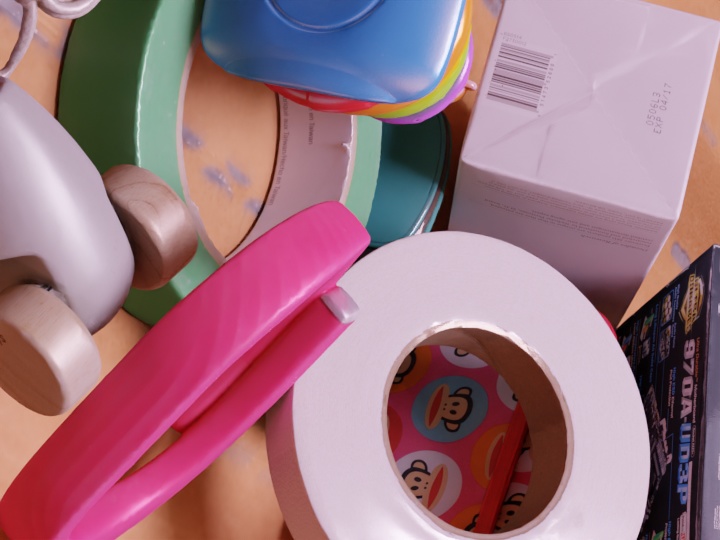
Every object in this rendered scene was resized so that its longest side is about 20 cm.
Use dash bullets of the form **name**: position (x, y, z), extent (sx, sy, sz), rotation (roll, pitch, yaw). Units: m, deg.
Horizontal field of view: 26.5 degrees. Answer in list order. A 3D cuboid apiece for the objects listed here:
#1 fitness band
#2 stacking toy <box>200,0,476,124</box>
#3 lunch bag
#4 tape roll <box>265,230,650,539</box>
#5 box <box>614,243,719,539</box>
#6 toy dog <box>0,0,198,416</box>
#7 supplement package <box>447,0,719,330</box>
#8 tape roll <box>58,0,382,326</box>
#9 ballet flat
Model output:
- **fitness band**: position (-0.069, 0.051, 0.635), extent (0.200, 0.037, 0.144), rotation (-47, 171, 21)
- **stacking toy**: position (0.014, -0.112, 0.728), extent (0.200, 0.115, 0.111), rotation (29, 75, -71)
- **lunch bag**: position (0.071, 0.111, 0.848), extent (0.201, 0.175, 0.082), rotation (-67, 149, -30)
- **tape roll**: position (0.051, 0.081, 0.747), extent (0.201, 0.037, 0.204), rotation (9, 69, -25)
- **box**: position (0.176, 0.108, 0.860), extent (0.159, 0.046, 0.201), rotation (124, -22, -61)
- **toy dog**: position (-0.148, -0.044, 0.576), extent (0.132, 0.096, 0.201), rotation (-24, 102, -47)
- **supplement package**: position (0.120, -0.061, 0.888), extent (0.200, 0.119, 0.122), rotation (91, 15, -70)
- **tape roll**: position (-0.060, -0.068, 0.733), extent (0.200, 0.048, 0.202), rotation (-13, 105, -58)
- **ballet flat**: position (0.000, 0.000, 0.838), extent (0.071, 0.067, 0.201), rotation (84, 24, -66)
